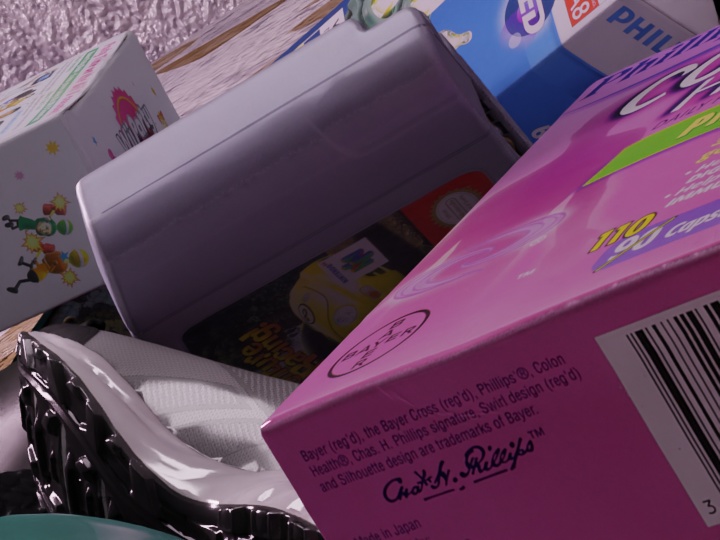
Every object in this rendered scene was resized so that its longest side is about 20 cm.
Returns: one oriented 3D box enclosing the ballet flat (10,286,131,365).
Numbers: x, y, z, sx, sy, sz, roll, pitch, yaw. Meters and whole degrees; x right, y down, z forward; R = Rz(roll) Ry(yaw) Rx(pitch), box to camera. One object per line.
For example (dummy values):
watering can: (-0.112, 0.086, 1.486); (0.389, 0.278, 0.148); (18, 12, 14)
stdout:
ballet flat: (-0.064, 0.009, 1.004); (0.071, 0.069, 0.200); (17, 39, 18)

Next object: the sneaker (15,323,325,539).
sneaker: (-0.028, 0.062, 0.729); (0.079, 0.074, 0.200); (-24, 33, -35)

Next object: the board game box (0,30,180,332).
board game box: (-0.167, -0.006, 0.951); (0.200, 0.064, 0.148); (-25, 13, 12)

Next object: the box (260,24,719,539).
box: (0.107, 0.003, 0.632); (0.176, 0.097, 0.200); (-23, 13, 40)

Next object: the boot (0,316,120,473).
boot: (-0.127, 0.056, 0.899); (0.138, 0.077, 0.200); (-49, 31, 7)

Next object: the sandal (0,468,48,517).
sandal: (-0.127, 0.103, 0.774); (0.200, 0.075, 0.048); (-3, -38, -21)

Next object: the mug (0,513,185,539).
mug: (-0.131, 0.110, 0.645); (0.152, 0.115, 0.185); (15, 47, 46)

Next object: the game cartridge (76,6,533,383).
game cartridge: (0.000, 0.000, 0.816); (0.133, 0.041, 0.200); (-27, -30, 13)

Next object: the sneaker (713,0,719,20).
sneaker: (0.107, -0.068, 1.007); (0.200, 0.084, 0.121); (-25, 3, 25)

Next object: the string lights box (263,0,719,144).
string lights box: (0.037, -0.068, 0.959); (0.200, 0.059, 0.103); (-39, 42, 31)
